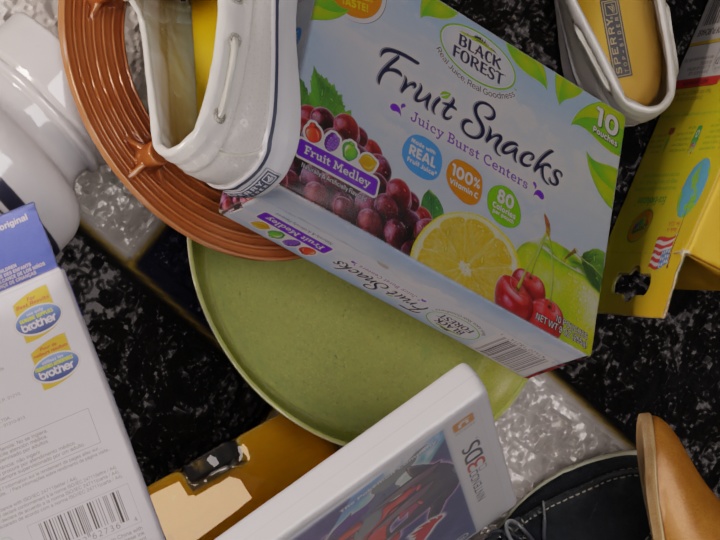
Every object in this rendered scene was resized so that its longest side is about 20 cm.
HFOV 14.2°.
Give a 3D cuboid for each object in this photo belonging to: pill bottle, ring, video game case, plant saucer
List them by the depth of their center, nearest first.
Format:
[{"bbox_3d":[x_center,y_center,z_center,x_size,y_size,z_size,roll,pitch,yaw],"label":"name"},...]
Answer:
[{"bbox_3d":[-0.205,-0.025,1.369,0.111,0.111,0.200,46,79,-11],"label":"pill bottle"},{"bbox_3d":[-0.015,0.137,1.383,0.200,0.182,0.023,-35,68,-6],"label":"video game case"},{"bbox_3d":[-0.057,-0.102,1.395,0.200,0.019,0.201,16,64,-34],"label":"ring"},{"bbox_3d":[0.000,0.000,1.434,0.199,0.031,0.201,11,65,-24],"label":"plant saucer"}]

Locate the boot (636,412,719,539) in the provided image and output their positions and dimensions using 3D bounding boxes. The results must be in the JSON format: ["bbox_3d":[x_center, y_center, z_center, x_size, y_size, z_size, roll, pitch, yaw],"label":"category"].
[{"bbox_3d":[0.223,0.151,1.445,0.144,0.071,0.202,-14,103,7],"label":"boot"}]

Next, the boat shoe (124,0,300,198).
[{"bbox_3d":[-0.081,-0.135,1.321,0.086,0.074,0.203,20,59,-44],"label":"boat shoe"}]

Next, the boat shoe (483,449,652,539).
[{"bbox_3d":[0.085,0.160,1.472,0.200,0.062,0.075,-31,96,-14],"label":"boat shoe"}]

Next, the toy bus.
[{"bbox_3d":[-0.097,0.137,1.412,0.200,0.078,0.065,-29,88,-13],"label":"toy bus"}]

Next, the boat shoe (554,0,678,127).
[{"bbox_3d":[0.120,-0.171,1.473,0.071,0.070,0.201,-14,94,-14],"label":"boat shoe"}]

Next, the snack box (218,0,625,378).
[{"bbox_3d":[0.035,-0.053,1.403,0.200,0.053,0.143,28,57,-31],"label":"snack box"}]

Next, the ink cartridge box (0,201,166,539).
[{"bbox_3d":[-0.170,0.078,1.315,0.119,0.042,0.201,-23,109,-13],"label":"ink cartridge box"}]

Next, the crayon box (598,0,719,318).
[{"bbox_3d":[0.188,-0.060,1.464,0.051,0.127,0.201,25,85,-13],"label":"crayon box"}]
